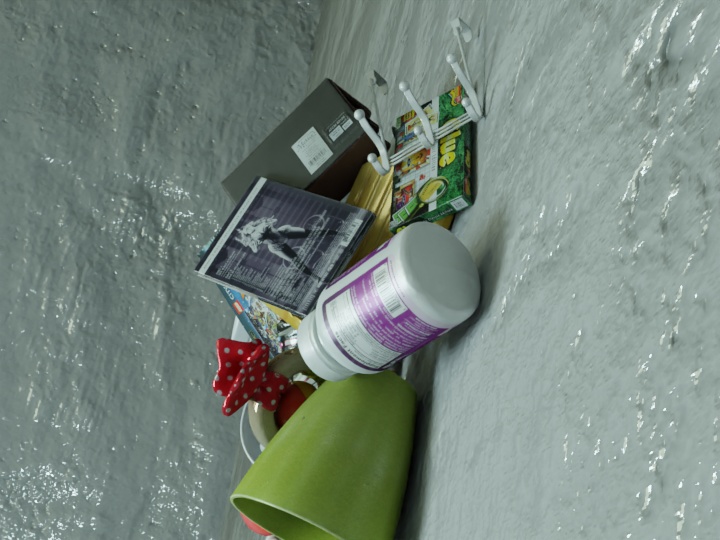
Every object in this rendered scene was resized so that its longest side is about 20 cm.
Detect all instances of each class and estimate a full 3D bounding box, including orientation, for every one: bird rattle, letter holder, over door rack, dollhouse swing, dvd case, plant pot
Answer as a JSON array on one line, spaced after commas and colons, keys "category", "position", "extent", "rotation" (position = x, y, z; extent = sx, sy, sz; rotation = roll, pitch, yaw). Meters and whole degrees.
[{"category": "bird rattle", "position": [-0.079, 0.142, 1.369], "extent": [0.112, 0.200, 0.164], "rotation": [7, 114, 40]}, {"category": "letter holder", "position": [-0.057, -0.130, 1.540], "extent": [0.200, 0.101, 0.142], "rotation": [-43, -26, 12]}, {"category": "over door rack", "position": [0.067, -0.223, 1.426], "extent": [0.147, 0.067, 0.201], "rotation": [-28, 38, 23]}, {"category": "dollhouse swing", "position": [-0.017, -0.036, 1.412], "extent": [0.200, 0.181, 0.177], "rotation": [36, 120, 45]}, {"category": "dvd case", "position": [-0.093, -0.031, 1.406], "extent": [0.149, 0.199, 0.016], "rotation": [-58, -39, -15]}, {"category": "plant pot", "position": [-0.019, 0.208, 1.309], "extent": [0.201, 0.186, 0.187], "rotation": [-63, 4, -22]}]

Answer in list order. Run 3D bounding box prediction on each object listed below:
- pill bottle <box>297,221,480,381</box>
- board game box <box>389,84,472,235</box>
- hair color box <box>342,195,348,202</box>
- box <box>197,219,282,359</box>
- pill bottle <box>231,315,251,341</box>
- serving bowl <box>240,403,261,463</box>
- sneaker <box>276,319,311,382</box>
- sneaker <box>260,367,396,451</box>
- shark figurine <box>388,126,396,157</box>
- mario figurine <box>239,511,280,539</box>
[{"category": "pill bottle", "position": [0.023, 0.041, 1.228], "extent": [0.200, 0.112, 0.113], "rotation": [-35, 36, 41]}, {"category": "board game box", "position": [0.085, -0.133, 1.393], "extent": [0.104, 0.023, 0.201], "rotation": [-23, 41, 26]}, {"category": "hair color box", "position": [-0.001, -0.107, 1.815], "extent": [0.200, 0.101, 0.061], "rotation": [-87, 14, -53]}, {"category": "box", "position": [-0.136, 0.024, 1.623], "extent": [0.038, 0.200, 0.137], "rotation": [-29, -7, -39]}, {"category": "pill bottle", "position": [-0.087, 0.089, 1.741], "extent": [0.111, 0.199, 0.112], "rotation": [-167, 90, -83]}, {"category": "serving bowl", "position": [-0.059, 0.204, 1.567], "extent": [0.066, 0.199, 0.201], "rotation": [59, -150, -48]}, {"category": "sneaker", "position": [-0.077, 0.105, 1.519], "extent": [0.074, 0.087, 0.201], "rotation": [3, -60, -57]}, {"category": "sneaker", "position": [-0.039, 0.175, 1.483], "extent": [0.200, 0.079, 0.078], "rotation": [-47, -28, -4]}, {"category": "shark figurine", "position": [0.043, -0.148, 1.657], "extent": [0.214, 0.089, 0.129], "rotation": [-131, 53, -81]}, {"category": "mario figurine", "position": [-0.099, 0.315, 1.610], "extent": [0.124, 0.106, 0.200], "rotation": [62, -175, -6]}]
